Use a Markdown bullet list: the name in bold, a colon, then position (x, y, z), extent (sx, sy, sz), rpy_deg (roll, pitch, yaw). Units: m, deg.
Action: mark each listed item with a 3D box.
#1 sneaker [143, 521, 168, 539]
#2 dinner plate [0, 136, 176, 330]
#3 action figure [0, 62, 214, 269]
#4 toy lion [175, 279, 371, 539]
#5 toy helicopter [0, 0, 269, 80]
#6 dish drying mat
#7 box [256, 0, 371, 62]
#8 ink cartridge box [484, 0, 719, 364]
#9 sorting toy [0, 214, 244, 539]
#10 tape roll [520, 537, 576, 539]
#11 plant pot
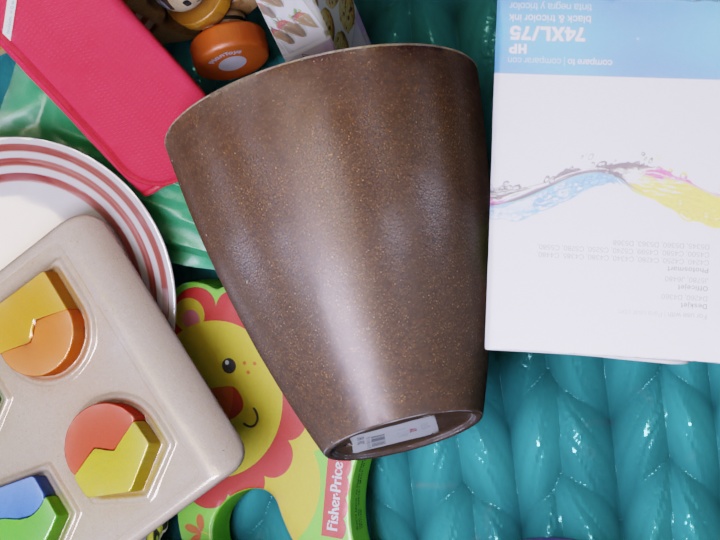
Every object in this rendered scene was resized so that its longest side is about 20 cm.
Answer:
- **sneaker**: position (-0.139, 0.236, 1.616), extent (0.075, 0.076, 0.200), rpy_deg (24, 127, 49)
- **dinner plate**: position (-0.207, 0.018, 1.591), extent (0.200, 0.024, 0.201), rpy_deg (1, 96, 10)
- **action figure**: position (-0.133, -0.049, 1.606), extent (0.200, 0.055, 0.118), rpy_deg (16, 97, 13)
- **toy lion**: position (-0.066, 0.109, 1.600), extent (0.191, 0.069, 0.200), rpy_deg (7, 96, 22)
- **toy helicopter**: position (-0.151, -0.161, 1.532), extent (0.200, 0.132, 0.079), rpy_deg (-13, 69, -4)
- **dish drying mat**: position (-0.155, -0.122, 1.508), extent (0.077, 0.018, 0.200), rpy_deg (-29, 126, 18)
- **box**: position (-0.027, -0.145, 1.497), extent (0.039, 0.200, 0.042), rpy_deg (9, 67, 17)
- **ink cartridge box**: position (0.158, -0.054, 1.476), extent (0.146, 0.147, 0.200), rpy_deg (3, 94, 15)
- **sorting toy**: position (-0.194, 0.093, 1.549), extent (0.200, 0.036, 0.185), rpy_deg (-36, 76, 11)
- **tape roll**: position (0.109, 0.264, 1.547), extent (0.200, 0.085, 0.200), rpy_deg (1, 95, 15)
- **plant pot**: position (0.000, 0.000, 1.479), extent (0.187, 0.187, 0.200), rpy_deg (-18, 75, 16)
